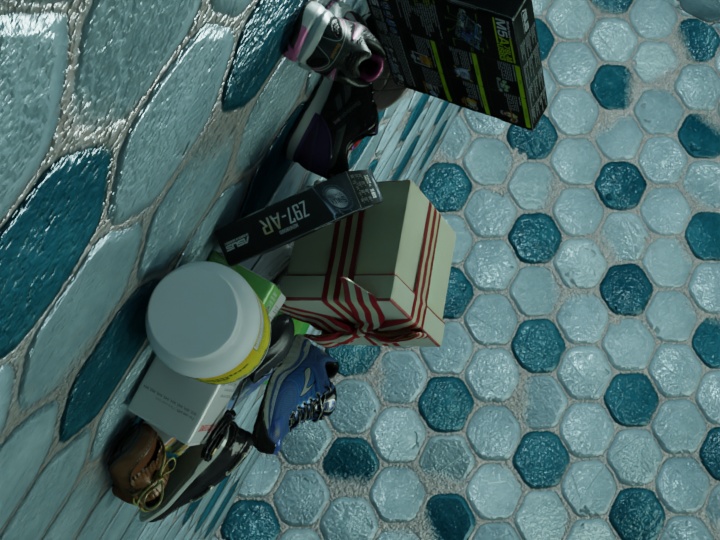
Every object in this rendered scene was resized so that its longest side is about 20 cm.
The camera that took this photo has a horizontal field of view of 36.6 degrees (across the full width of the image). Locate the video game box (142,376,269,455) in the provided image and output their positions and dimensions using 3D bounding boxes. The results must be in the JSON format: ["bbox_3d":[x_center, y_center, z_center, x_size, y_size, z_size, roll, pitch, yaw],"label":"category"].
[{"bbox_3d":[-0.184,0.157,1.419,0.200,0.047,0.182,-41,170,-9],"label":"video game box"}]

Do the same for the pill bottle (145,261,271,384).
[{"bbox_3d":[-0.152,0.053,1.086,0.113,0.112,0.200,-60,175,-7],"label":"pill bottle"}]

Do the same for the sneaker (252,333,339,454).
[{"bbox_3d":[-0.076,0.161,1.389,0.200,0.089,0.079,-62,174,-52],"label":"sneaker"}]

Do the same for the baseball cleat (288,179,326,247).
[{"bbox_3d":[-0.070,-0.029,1.513,0.201,0.106,0.070,-58,-166,-14],"label":"baseball cleat"}]

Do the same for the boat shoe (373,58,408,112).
[{"bbox_3d":[0.061,-0.307,1.493,0.201,0.075,0.072,-60,178,5],"label":"boat shoe"}]

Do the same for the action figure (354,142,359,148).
[{"bbox_3d":[-0.013,-0.196,1.501,0.066,0.051,0.200,-56,-179,6],"label":"action figure"}]

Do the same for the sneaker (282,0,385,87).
[{"bbox_3d":[-0.014,-0.218,1.105,0.081,0.086,0.200,-60,177,19],"label":"sneaker"}]

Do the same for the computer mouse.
[{"bbox_3d":[-0.129,0.141,1.298,0.201,0.034,0.059,-61,180,-15],"label":"computer mouse"}]

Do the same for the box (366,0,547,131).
[{"bbox_3d":[0.105,-0.253,1.199,0.048,0.192,0.200,-60,153,-18],"label":"box"}]

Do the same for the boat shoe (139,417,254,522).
[{"bbox_3d":[-0.212,0.262,1.394,0.200,0.060,0.074,-48,-146,23],"label":"boat shoe"}]

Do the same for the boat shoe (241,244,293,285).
[{"bbox_3d":[-0.145,0.044,1.391,0.201,0.065,0.072,-59,175,-29],"label":"boat shoe"}]

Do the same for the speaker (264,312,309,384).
[{"bbox_3d":[-0.128,0.083,1.699,0.201,0.088,0.089,-64,174,34],"label":"speaker"}]

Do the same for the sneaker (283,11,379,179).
[{"bbox_3d":[-0.006,-0.202,1.286,0.201,0.087,0.076,-62,175,5],"label":"sneaker"}]

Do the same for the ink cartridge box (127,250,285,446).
[{"bbox_3d":[-0.173,0.093,1.257,0.201,0.084,0.146,-61,176,-6],"label":"ink cartridge box"}]

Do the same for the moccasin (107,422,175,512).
[{"bbox_3d":[-0.255,0.240,1.287,0.074,0.077,0.202,-55,173,-35],"label":"moccasin"}]

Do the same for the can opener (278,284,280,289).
[{"bbox_3d":[-0.103,-0.032,1.576,0.201,0.052,0.067,-61,142,-17],"label":"can opener"}]

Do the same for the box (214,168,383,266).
[{"bbox_3d":[-0.064,-0.064,1.240,0.159,0.044,0.200,-23,-178,9],"label":"box"}]

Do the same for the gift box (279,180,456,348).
[{"bbox_3d":[0.000,0.000,1.391,0.200,0.183,0.188,37,57,-50],"label":"gift box"}]
